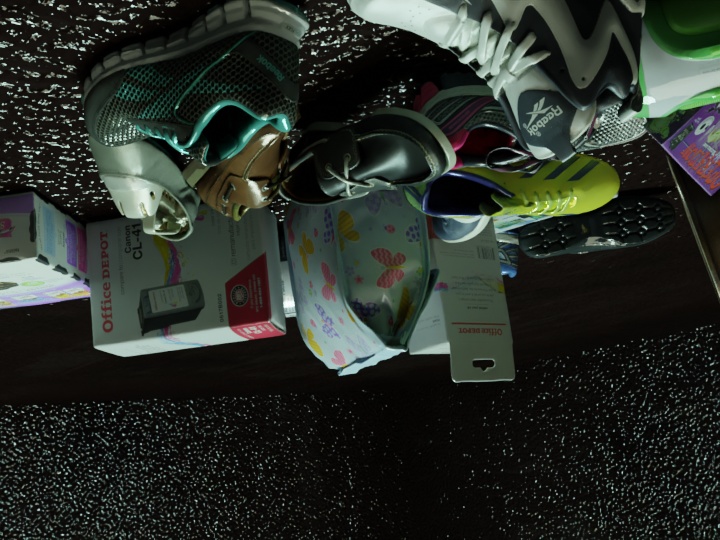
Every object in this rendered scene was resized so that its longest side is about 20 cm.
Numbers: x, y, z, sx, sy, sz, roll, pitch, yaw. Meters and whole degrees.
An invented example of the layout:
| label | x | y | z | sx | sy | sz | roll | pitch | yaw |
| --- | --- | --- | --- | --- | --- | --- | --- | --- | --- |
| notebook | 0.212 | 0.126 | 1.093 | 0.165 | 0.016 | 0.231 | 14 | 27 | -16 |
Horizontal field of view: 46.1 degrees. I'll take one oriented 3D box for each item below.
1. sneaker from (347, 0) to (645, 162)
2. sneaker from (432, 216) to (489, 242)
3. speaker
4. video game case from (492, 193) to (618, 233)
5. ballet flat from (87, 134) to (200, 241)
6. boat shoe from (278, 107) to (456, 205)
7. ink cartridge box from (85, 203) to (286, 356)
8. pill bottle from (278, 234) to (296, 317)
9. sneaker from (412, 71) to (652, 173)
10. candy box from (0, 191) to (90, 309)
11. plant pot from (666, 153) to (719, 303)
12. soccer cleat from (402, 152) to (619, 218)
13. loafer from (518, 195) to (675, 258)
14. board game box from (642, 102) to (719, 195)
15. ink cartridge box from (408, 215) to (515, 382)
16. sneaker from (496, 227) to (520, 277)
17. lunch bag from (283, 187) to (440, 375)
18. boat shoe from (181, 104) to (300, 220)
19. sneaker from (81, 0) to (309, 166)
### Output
| label | x | y | z | sx | sy | sz | roll | pitch | yaw |
| --- | --- | --- | --- | --- | --- | --- | --- | --- | --- |
| sneaker | 0.093 | -0.131 | 0.522 | 0.199 | 0.130 | 0.079 | -1 | 165 | -25 |
| sneaker | 0.097 | -0.087 | 0.853 | 0.084 | 0.075 | 0.200 | -4 | 157 | -20 |
| speaker | 0.277 | -0.163 | 0.577 | 0.199 | 0.089 | 0.088 | -11 | 167 | 18 |
| video game case | 0.179 | -0.085 | 1.012 | 0.200 | 0.022 | 0.182 | -17 | 163 | 35 |
| ballet flat | -0.192 | -0.070 | 0.772 | 0.067 | 0.064 | 0.200 | 5 | 169 | 7 |
| boat shoe | 0.000 | -0.083 | 0.681 | 0.200 | 0.068 | 0.072 | 5 | 137 | 55 |
| ink cartridge box | -0.191 | 0.009 | 0.939 | 0.199 | 0.148 | 0.086 | -9 | 167 | 5 |
| pill bottle | -0.066 | 0.003 | 1.076 | 0.199 | 0.107 | 0.106 | -6 | 167 | -2 |
| sneaker | 0.144 | -0.113 | 0.689 | 0.199 | 0.075 | 0.081 | -6 | 135 | -8 |
| candy box | -0.386 | -0.013 | 0.912 | 0.167 | 0.072 | 0.200 | -7 | 168 | 2 |
| plant pot | 0.457 | -0.064 | 0.899 | 0.198 | 0.201 | 0.200 | -19 | 163 | 21 |
| soccer cleat | 0.134 | -0.067 | 0.738 | 0.199 | 0.084 | 0.065 | 2 | 121 | -9 |
| loafer | 0.307 | -0.059 | 1.110 | 0.200 | 0.068 | 0.070 | -11 | -174 | 7 |
| board game box | 0.325 | -0.134 | 0.740 | 0.120 | 0.032 | 0.200 | -42 | 153 | 22 |
| ink cartridge box | 0.110 | 0.035 | 0.990 | 0.116 | 0.201 | 0.067 | 5 | 162 | -40 |
| sneaker | 0.134 | -0.005 | 1.190 | 0.200 | 0.085 | 0.077 | -17 | 164 | 39 |
| lunch bag | 0.000 | 0.000 | 0.885 | 0.127 | 0.201 | 0.170 | -2 | 166 | -20 |
| boat shoe | -0.084 | -0.091 | 0.690 | 0.072 | 0.068 | 0.200 | -43 | -170 | -21 |
| sneaker | -0.120 | -0.111 | 0.581 | 0.200 | 0.092 | 0.077 | -16 | 163 | 35 |
